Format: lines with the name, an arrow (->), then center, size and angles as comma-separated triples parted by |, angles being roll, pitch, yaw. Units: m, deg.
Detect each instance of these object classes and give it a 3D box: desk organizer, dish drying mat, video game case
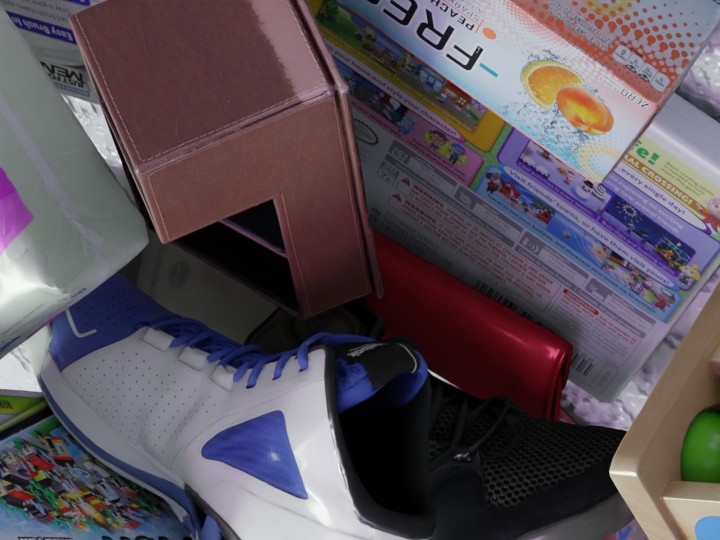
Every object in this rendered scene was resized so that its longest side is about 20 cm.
desk organizer -> -0.046, -0.040, 1.053 | 0.200, 0.077, 0.072 | 79, 167, -69
dish drying mat -> 0.000, 0.000, 1.195 | 0.200, 0.018, 0.077 | 32, 157, 15
video game case -> 0.049, -0.047, 1.118 | 0.200, 0.022, 0.182 | 35, 149, 4

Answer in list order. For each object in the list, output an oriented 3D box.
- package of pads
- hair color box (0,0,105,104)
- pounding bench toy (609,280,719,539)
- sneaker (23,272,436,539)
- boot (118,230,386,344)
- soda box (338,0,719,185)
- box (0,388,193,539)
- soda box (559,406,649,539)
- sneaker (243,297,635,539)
package of pads -> -0.189, -0.052, 1.095 | 0.154, 0.068, 0.200 | -34, 87, 45
hair color box -> -0.123, -0.156, 1.099 | 0.109, 0.065, 0.200 | 18, 143, 31
pounding bench toy -> 0.171, 0.097, 1.016 | 0.156, 0.200, 0.124 | 1, 134, 43
sneaker -> -0.033, 0.053, 1.099 | 0.199, 0.081, 0.115 | 47, 116, 26
boot -> -0.058, 0.015, 1.284 | 0.200, 0.074, 0.075 | 14, 173, 24
soda box -> 0.028, -0.121, 0.993 | 0.200, 0.068, 0.064 | 36, 150, 1
box -> -0.109, 0.095, 1.105 | 0.110, 0.035, 0.200 | 47, -162, 25
soda box -> 0.113, 0.149, 1.266 | 0.200, 0.070, 0.063 | 46, 150, -15
sneaker -> 0.021, 0.064, 1.157 | 0.199, 0.076, 0.114 | -2, 117, 37
